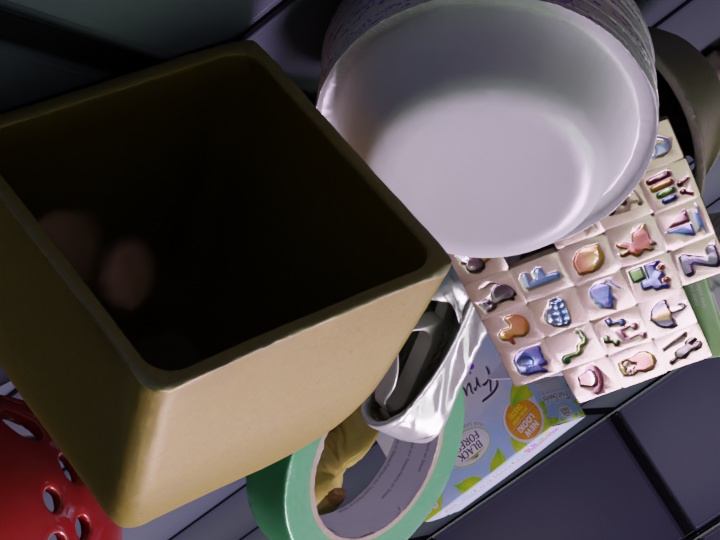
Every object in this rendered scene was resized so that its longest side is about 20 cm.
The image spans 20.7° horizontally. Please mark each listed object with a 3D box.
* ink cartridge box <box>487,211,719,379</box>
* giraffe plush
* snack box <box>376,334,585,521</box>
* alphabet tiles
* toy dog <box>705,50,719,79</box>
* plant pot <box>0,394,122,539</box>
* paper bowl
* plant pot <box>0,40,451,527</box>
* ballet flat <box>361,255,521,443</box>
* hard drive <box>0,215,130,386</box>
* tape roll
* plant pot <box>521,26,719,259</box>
[{"bbox_3d":[0.188,0.019,1.436,0.199,0.068,0.117,-10,-160,34],"label":"ink cartridge box"},{"bbox_3d":[-0.084,0.141,1.691,0.173,0.162,0.200,-54,-176,47],"label":"giraffe plush"},{"bbox_3d":[0.078,0.094,1.754,0.169,0.200,0.068,-42,163,31],"label":"snack box"},{"bbox_3d":[0.156,0.003,1.301,0.167,0.008,0.200,-21,127,12],"label":"alphabet tiles"},{"bbox_3d":[0.378,-0.165,1.735,0.200,0.097,0.132,-14,157,-51],"label":"toy dog"},{"bbox_3d":[-0.282,0.171,1.290,0.200,0.201,0.182,-35,157,10],"label":"plant pot"},{"bbox_3d":[0.073,-0.088,1.144,0.200,0.105,0.201,3,135,3],"label":"paper bowl"},{"bbox_3d":[-0.101,0.027,1.094,0.195,0.194,0.200,-23,149,-33],"label":"plant pot"},{"bbox_3d":[0.054,0.031,1.345,0.069,0.069,0.201,-9,126,-56],"label":"ballet flat"},{"bbox_3d":[-0.202,0.013,1.225,0.135,0.042,0.200,-27,164,-21],"label":"hard drive"},{"bbox_3d":[-0.001,0.139,1.558,0.200,0.048,0.201,-24,125,-39],"label":"tape roll"},{"bbox_3d":[0.174,-0.095,1.406,0.200,0.201,0.183,-40,174,29],"label":"plant pot"}]
